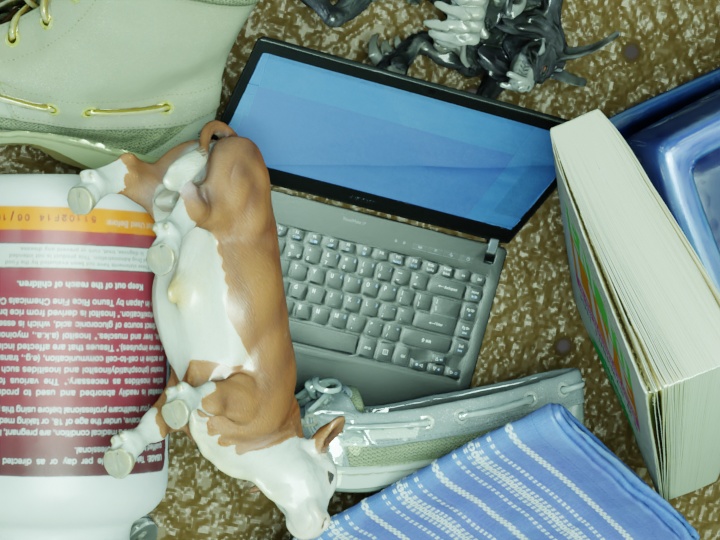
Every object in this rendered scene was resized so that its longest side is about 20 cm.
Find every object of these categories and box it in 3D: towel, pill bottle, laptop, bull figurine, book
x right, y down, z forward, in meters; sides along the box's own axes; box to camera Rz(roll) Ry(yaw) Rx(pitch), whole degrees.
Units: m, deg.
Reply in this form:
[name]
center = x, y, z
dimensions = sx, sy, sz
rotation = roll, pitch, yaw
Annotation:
[towel]
center = 0.057, 0.148, 0.844
dimensions = 0.200, 0.024, 0.145
rotation = -31, 130, 21
[pill bottle]
center = -0.148, 0.057, 0.793
dimensions = 0.113, 0.113, 0.201
rotation = 1, 87, -12
[laptop]
center = 0.000, 0.000, 0.836
dimensions = 0.177, 0.103, 0.201
rotation = 14, 96, -13
[bull figurine]
center = -0.066, 0.032, 0.751
dimensions = 0.065, 0.121, 0.201
rotation = -12, 90, 28
[book]
center = 0.135, 0.023, 0.797
dimensions = 0.048, 0.200, 0.134
rotation = -22, 66, 2

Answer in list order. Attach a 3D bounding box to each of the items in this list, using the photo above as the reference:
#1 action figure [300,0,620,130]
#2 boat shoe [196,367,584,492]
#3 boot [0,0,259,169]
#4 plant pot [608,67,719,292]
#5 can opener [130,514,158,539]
[action figure]
center = 0.031, -0.125, 0.819
dimensions = 0.200, 0.102, 0.119
rotation = 23, 138, -10
[boat shoe]
center = 0.017, 0.079, 0.848
dimensions = 0.201, 0.074, 0.065
rotation = 2, 89, -4
[boot]
center = -0.147, -0.126, 0.764
dimensions = 0.199, 0.072, 0.155
rotation = 14, 134, -19
[plant pot]
center = 0.237, -0.020, 0.843
dimensions = 0.200, 0.180, 0.200
rotation = -25, 103, -8
[can opener]
center = -0.190, 0.188, 0.862
dimensions = 0.200, 0.053, 0.067
rotation = -43, 72, -2
